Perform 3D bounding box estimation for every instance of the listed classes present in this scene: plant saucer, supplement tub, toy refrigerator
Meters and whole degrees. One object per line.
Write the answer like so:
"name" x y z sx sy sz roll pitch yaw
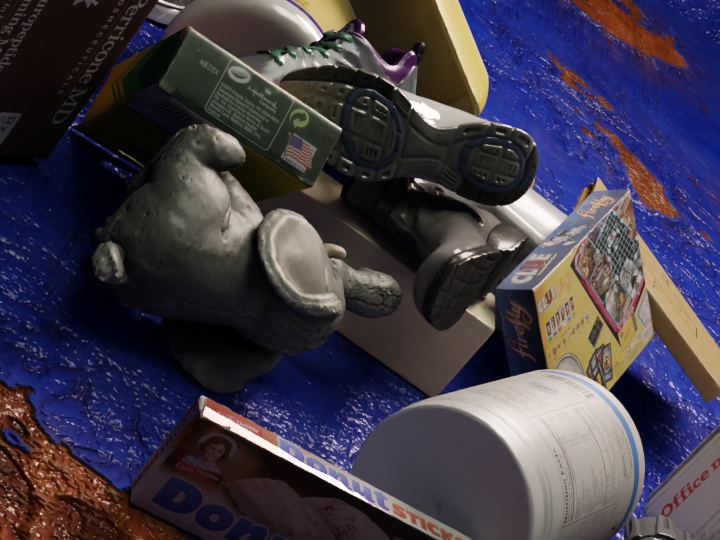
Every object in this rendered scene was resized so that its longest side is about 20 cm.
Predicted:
"plant saucer" 0.030 -0.200 1.601 0.048 0.200 0.200 -20 87 -32
"supplement tub" 0.092 0.137 1.205 0.132 0.132 0.200 47 23 18
"toy refrigerator" 0.000 0.000 1.399 0.200 0.076 0.070 35 22 -11
"supplement tub" -0.078 -0.175 1.520 0.145 0.145 0.200 37 21 -7

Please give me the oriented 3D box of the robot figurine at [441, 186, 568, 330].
"robot figurine" 0.104 -0.028 1.571 0.200 0.113 0.170 36 -17 -8

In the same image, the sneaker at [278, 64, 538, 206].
"sneaker" 0.027 -0.098 1.349 0.200 0.075 0.087 20 8 -22

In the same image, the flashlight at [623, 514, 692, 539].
"flashlight" 0.206 0.232 1.301 0.068 0.068 0.200 2 20 5

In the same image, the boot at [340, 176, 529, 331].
"boot" 0.037 -0.028 1.345 0.132 0.070 0.200 36 14 9

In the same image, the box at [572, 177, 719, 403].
"box" 0.256 0.014 1.652 0.200 0.021 0.163 55 14 -3

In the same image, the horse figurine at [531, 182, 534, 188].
"horse figurine" 0.112 -0.086 1.749 0.132 0.050 0.200 21 15 18

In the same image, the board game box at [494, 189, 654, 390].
"board game box" 0.173 0.035 1.487 0.200 0.035 0.136 -40 124 -51

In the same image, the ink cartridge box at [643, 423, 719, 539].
"ink cartridge box" 0.309 0.209 1.397 0.085 0.146 0.200 29 25 -28

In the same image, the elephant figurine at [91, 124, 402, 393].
"elephant figurine" -0.065 0.007 1.200 0.200 0.155 0.141 39 -18 -12

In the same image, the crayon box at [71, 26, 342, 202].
"crayon box" -0.112 -0.099 1.296 0.127 0.051 0.200 33 -17 -20

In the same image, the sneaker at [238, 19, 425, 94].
"sneaker" -0.042 -0.149 1.379 0.200 0.088 0.074 10 3 -37

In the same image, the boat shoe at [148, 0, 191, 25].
"boat shoe" -0.199 -0.273 1.617 0.200 0.068 0.072 22 28 -38

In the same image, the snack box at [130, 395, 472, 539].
"snack box" -0.029 0.145 1.071 0.200 0.072 0.024 30 24 -22

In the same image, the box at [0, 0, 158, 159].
"box" -0.268 -0.185 1.196 0.164 0.166 0.200 47 23 21
